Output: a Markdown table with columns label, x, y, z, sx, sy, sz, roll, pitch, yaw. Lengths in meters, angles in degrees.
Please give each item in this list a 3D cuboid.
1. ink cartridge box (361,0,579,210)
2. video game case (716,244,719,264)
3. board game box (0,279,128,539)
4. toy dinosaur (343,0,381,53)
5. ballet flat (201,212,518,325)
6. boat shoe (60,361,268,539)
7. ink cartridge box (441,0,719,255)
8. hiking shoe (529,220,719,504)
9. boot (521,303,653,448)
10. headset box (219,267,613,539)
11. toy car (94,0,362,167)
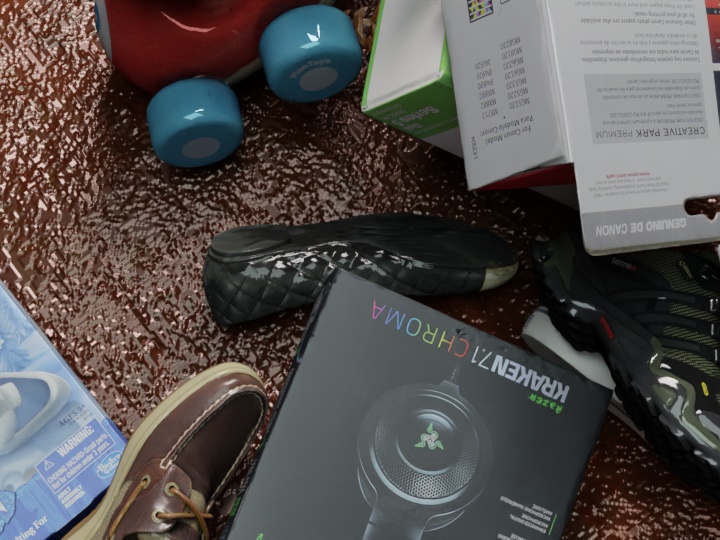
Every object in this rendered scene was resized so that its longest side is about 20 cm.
| label | x | y | z | sx | sy | sz | roll | pitch | yaw |
| --- | --- | --- | --- | --- | --- | --- | --- | --- | --- |
| ink cartridge box | 0.112 | -0.133 | 0.849 | 0.199 | 0.084 | 0.147 | 22 | 69 | -31 |
| video game case | 0.252 | 0.095 | 0.776 | 0.022 | 0.182 | 0.202 | -19 | 70 | 24 |
| board game box | -0.265 | 0.108 | 0.848 | 0.200 | 0.043 | 0.199 | -40 | 74 | -11 |
| toy dinosaur | 0.046 | -0.200 | 0.922 | 0.199 | 0.102 | 0.137 | -24 | 88 | -26 |
| ballet flat | 0.000 | 0.000 | 0.883 | 0.197 | 0.057 | 0.067 | -2 | 29 | -1 |
| boat shoe | -0.112 | 0.146 | 0.805 | 0.200 | 0.072 | 0.072 | -49 | 45 | -9 |
| ink cartridge box | 0.150 | -0.097 | 0.765 | 0.198 | 0.084 | 0.178 | -5 | 86 | -36 |
| hiking shoe | 0.182 | 0.038 | 0.777 | 0.100 | 0.076 | 0.201 | -35 | 65 | -4 |
| boot | 0.198 | 0.063 | 0.837 | 0.199 | 0.073 | 0.091 | 39 | 82 | 13 |
| headset box | 0.021 | 0.130 | 0.791 | 0.173 | 0.093 | 0.202 | 24 | 77 | -3 |
| toy car | -0.120 | -0.195 | 0.840 | 0.176 | 0.199 | 0.186 | -26 | 64 | 23 |
